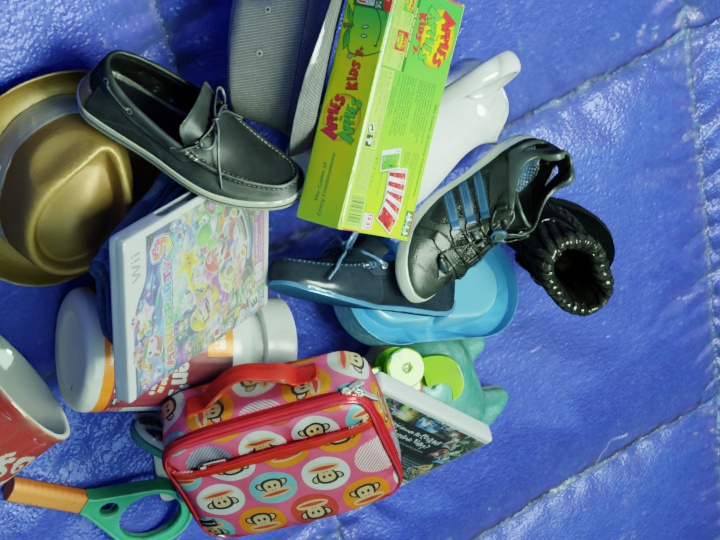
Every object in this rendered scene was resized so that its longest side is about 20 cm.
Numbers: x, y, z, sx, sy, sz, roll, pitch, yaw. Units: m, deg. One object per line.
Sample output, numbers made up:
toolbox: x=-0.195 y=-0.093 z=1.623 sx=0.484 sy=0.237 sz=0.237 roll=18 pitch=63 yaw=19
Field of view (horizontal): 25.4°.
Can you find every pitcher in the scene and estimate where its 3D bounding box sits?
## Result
pitcher: x=0.042 y=-0.126 z=1.417 sx=0.199 sy=0.122 sz=0.172 roll=-27 pitch=170 yaw=-19

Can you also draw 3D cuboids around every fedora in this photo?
fedora: x=-0.062 y=-0.200 z=1.323 sx=0.089 sy=0.177 sz=0.202 roll=13 pitch=99 yaw=-2
fedora: x=-0.240 y=-0.063 z=1.319 sx=0.199 sy=0.082 sz=0.202 roll=-17 pitch=126 yaw=-24

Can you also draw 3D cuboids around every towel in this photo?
towel: x=-0.153 y=-0.032 z=1.348 sx=0.201 sy=0.048 sz=0.112 roll=-57 pitch=160 yaw=-35

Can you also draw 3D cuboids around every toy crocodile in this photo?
toy crocodile: x=0.002 y=0.114 z=1.522 sx=0.198 sy=0.067 sz=0.062 roll=-14 pitch=91 yaw=-11

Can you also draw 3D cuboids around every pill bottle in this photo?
pill bottle: x=-0.164 y=0.069 z=1.427 sx=0.198 sy=0.110 sz=0.110 roll=0 pitch=119 yaw=-27

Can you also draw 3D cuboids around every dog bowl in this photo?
dog bowl: x=0.060 y=0.020 z=1.559 sx=0.198 sy=0.113 sz=0.050 roll=-4 pitch=165 yaw=-30

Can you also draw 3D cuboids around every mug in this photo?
mug: x=-0.377 y=0.139 z=1.358 sx=0.200 sy=0.178 sz=0.133 roll=-41 pitch=169 yaw=2

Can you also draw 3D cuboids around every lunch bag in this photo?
lunch bag: x=-0.071 y=0.144 z=1.395 sx=0.198 sy=0.082 sz=0.177 roll=-16 pitch=134 yaw=7

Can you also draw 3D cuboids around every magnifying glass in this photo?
magnifying glass: x=-0.249 y=0.226 z=1.536 sx=0.199 sy=0.022 sz=0.080 roll=19 pitch=118 yaw=-36

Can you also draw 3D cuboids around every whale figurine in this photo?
whale figurine: x=0.085 y=0.135 z=1.645 sx=0.199 sy=0.104 sz=0.160 roll=31 pitch=99 yaw=-43

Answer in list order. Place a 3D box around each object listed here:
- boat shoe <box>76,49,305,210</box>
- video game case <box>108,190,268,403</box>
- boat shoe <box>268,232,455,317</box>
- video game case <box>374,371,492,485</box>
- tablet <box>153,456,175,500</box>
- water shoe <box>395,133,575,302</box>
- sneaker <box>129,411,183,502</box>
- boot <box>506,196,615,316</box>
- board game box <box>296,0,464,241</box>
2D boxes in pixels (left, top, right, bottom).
boat shoe: x=-0.131 y=-0.111 z=1.275 sx=0.199 sy=0.075 sz=0.062 roll=29 pitch=139 yaw=-8
video game case: x=-0.137 y=0.003 z=1.315 sx=0.200 sy=0.018 sz=0.144 roll=-37 pitch=136 yaw=-51
boat shoe: x=0.000 y=0.000 z=1.461 sx=0.199 sy=0.084 sz=0.069 roll=9 pitch=86 yaw=-42
video game case: x=0.003 y=0.168 z=1.535 sx=0.181 sy=0.024 sz=0.200 roll=-29 pitch=146 yaw=24
tablet: x=-0.146 y=0.127 z=1.551 sx=0.129 sy=0.014 sz=0.202 roll=-19 pitch=128 yaw=-22
water shoe: x=0.111 y=-0.049 z=1.435 sx=0.200 sy=0.079 sz=0.072 roll=-48 pitch=125 yaw=-17
sneaker: x=-0.150 y=0.194 z=1.536 sx=0.080 sy=0.078 sz=0.200 roll=-42 pitch=132 yaw=13
boot: x=0.214 y=-0.012 z=1.597 sx=0.210 sy=0.158 sz=0.080 roll=22 pitch=105 yaw=-40
board game box: x=0.017 y=-0.131 z=1.303 sx=0.101 sy=0.047 sz=0.202 roll=7 pitch=98 yaw=-55
